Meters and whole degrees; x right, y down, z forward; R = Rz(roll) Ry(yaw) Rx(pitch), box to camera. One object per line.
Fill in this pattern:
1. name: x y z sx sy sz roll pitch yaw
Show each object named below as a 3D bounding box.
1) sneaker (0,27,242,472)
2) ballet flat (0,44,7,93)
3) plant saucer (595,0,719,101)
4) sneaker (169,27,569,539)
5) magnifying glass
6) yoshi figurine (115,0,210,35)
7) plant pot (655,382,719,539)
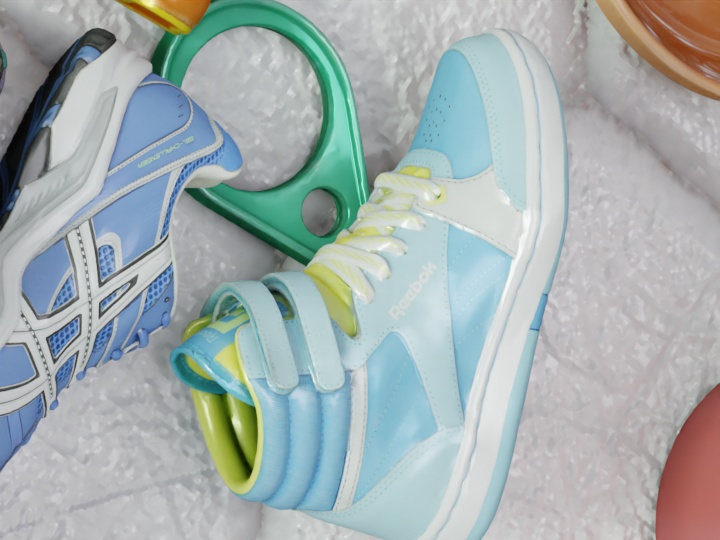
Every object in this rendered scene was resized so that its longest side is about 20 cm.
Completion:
1. sneaker: -0.109 0.016 1.028 0.077 0.076 0.201 29 81 -15
2. ballet flat: -0.212 -0.057 0.986 0.199 0.072 0.073 -15 97 -24
3. plant saucer: 0.166 -0.167 1.186 0.199 0.032 0.202 -1 92 -26
4. sneaker: 0.000 0.000 1.062 0.130 0.079 0.201 11 85 -25
5. magnifying glass: -0.011 -0.016 1.108 0.079 0.022 0.201 -39 107 -20
6. yoshi figurine: -0.062 -0.195 1.057 0.201 0.112 0.112 -64 158 3
7. plant pot: 0.220 0.106 1.134 0.199 0.177 0.202 0 90 -25
